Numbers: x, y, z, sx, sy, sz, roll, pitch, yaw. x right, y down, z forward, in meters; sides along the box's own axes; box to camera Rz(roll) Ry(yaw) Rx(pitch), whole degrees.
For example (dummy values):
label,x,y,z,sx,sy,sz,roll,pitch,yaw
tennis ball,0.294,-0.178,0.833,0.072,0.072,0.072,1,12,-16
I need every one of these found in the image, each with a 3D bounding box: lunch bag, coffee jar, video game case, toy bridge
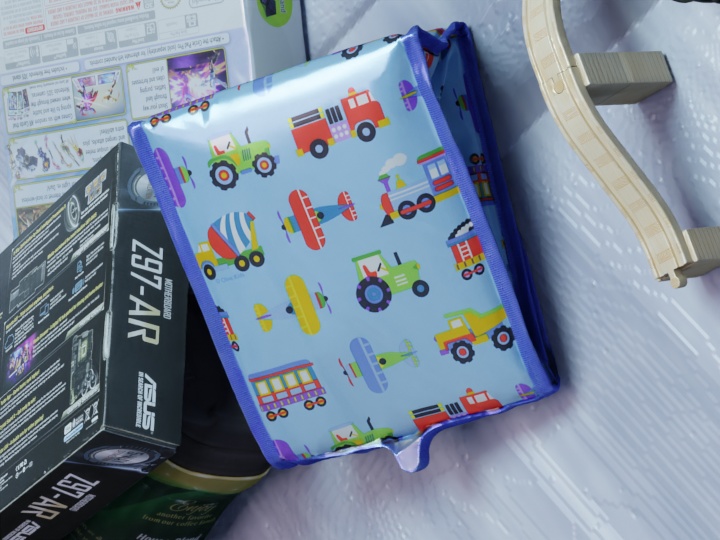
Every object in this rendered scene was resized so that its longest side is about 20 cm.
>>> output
label,x,y,z,sx,sy,sz,roll,pitch,yaw
lunch bag,0.000,0.000,1.373,0.150,0.094,0.200,-17,91,19
coffee jar,-0.116,0.108,1.507,0.200,0.085,0.104,-53,47,33
video game case,-0.112,-0.098,1.513,0.200,0.045,0.182,-6,90,43
toy bridge,0.109,-0.085,1.295,0.027,0.067,0.200,-31,73,40

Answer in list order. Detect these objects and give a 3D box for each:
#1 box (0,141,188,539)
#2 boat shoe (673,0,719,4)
label,x,y,z,sx,sy,sz,roll,pitch,yaw
box,-0.154,0.050,1.462,0.200,0.043,0.160,-38,43,47
boat shoe,0.153,-0.141,1.239,0.200,0.069,0.057,17,95,35
